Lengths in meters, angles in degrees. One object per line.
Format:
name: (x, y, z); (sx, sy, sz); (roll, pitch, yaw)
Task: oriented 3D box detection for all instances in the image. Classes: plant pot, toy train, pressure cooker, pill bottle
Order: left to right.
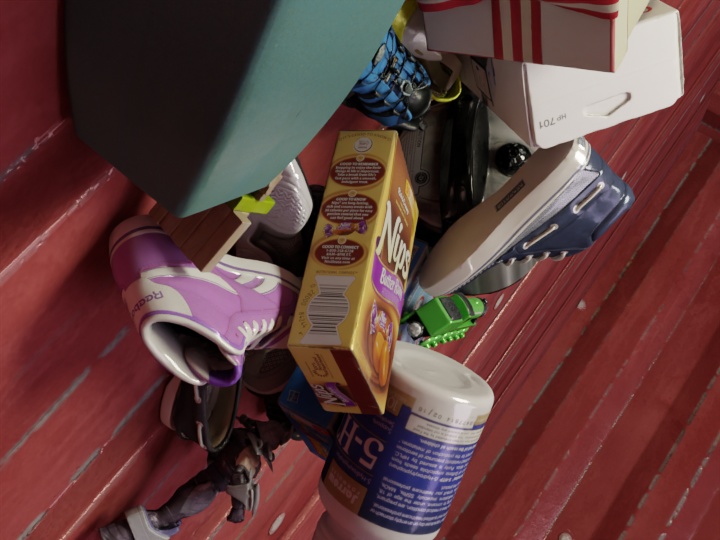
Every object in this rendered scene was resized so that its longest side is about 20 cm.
plant pot: (-0.074, -0.142, 0.534); (0.141, 0.141, 0.201); (-29, 153, -55)
pill bottle: (0.029, 0.176, 0.868); (0.119, 0.119, 0.202); (-7, 120, -67)
toy train: (0.090, 0.047, 0.987); (0.056, 0.042, 0.200); (-35, 170, 15)
pressure cooker: (0.113, -0.086, 1.009); (0.178, 0.176, 0.200); (-37, 157, -6)

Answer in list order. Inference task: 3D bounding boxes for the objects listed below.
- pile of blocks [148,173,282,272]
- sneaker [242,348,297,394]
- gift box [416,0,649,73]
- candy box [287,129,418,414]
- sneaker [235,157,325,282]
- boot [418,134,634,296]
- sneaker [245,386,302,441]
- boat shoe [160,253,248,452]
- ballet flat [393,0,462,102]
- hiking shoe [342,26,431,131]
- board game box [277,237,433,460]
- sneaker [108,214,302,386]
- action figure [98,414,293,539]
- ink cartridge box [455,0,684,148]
pile of blocks: (-0.071, -0.098, 0.650); (0.062, 0.081, 0.202); (-1, 111, -67)
sneaker: (-0.064, 0.019, 0.924); (0.201, 0.074, 0.082); (-63, 148, -9)
gift box: (0.131, -0.278, 0.746); (0.187, 0.183, 0.201); (-56, 142, -36)
candy box: (0.000, 0.000, 0.788); (0.117, 0.056, 0.202); (68, 28, -56)
sneaker: (-0.060, -0.054, 0.803); (0.114, 0.075, 0.201); (-67, 156, -48)
boot: (0.149, -0.028, 0.877); (0.200, 0.090, 0.073); (-42, -155, 25)
sneaker: (-0.076, 0.139, 1.038); (0.107, 0.074, 0.200); (-65, 162, 10)
boat shoe: (-0.126, 0.076, 0.839); (0.074, 0.060, 0.201); (-31, 147, -51)
ballet flat: (0.056, -0.204, 0.865); (0.067, 0.067, 0.200); (-55, 161, -4)
hiking shoe: (0.020, -0.160, 0.758); (0.075, 0.086, 0.200); (-60, 175, 3)
board game box: (0.004, 0.085, 0.973); (0.201, 0.055, 0.196); (-60, 164, -18)
sneaker: (-0.093, 0.046, 0.701); (0.073, 0.115, 0.200); (-43, 141, 20)
action figure: (-0.144, 0.203, 0.906); (0.199, 0.070, 0.130); (-35, -173, -10)
ink cartridge box: (0.175, -0.204, 0.878); (0.145, 0.200, 0.087); (-19, 123, -7)
